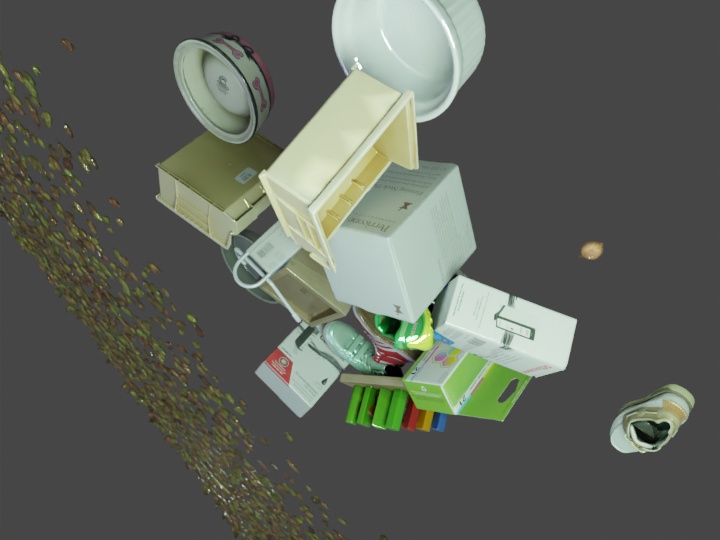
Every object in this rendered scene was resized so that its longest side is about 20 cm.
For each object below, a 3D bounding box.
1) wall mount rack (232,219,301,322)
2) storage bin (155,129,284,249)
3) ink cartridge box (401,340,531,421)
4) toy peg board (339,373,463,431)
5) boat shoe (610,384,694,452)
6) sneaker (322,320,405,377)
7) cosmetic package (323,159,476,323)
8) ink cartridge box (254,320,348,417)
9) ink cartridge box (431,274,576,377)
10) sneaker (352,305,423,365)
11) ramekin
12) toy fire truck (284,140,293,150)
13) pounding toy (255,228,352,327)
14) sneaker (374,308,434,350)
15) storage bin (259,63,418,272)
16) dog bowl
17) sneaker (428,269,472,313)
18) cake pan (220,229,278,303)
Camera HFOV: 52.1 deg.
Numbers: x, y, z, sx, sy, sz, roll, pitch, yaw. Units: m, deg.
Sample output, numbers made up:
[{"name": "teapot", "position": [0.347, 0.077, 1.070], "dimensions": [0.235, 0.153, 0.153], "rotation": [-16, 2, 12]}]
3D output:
[{"name": "wall mount rack", "position": [-0.129, -0.015, 1.343], "dimensions": [0.174, 0.200, 0.075], "rotation": [44, 165, 12]}, {"name": "storage bin", "position": [-0.244, -0.168, 1.381], "dimensions": [0.197, 0.200, 0.094], "rotation": [34, 144, 16]}, {"name": "ink cartridge box", "position": [0.197, 0.183, 1.324], "dimensions": [0.199, 0.148, 0.076], "rotation": [-3, 124, 48]}, {"name": "toy peg board", "position": [0.077, 0.299, 1.554], "dimensions": [0.198, 0.099, 0.199], "rotation": [30, 158, -35]}, {"name": "boat shoe", "position": [0.454, 0.252, 1.185], "dimensions": [0.074, 0.068, 0.201], "rotation": [36, 147, 14]}, {"name": "sneaker", "position": [0.014, 0.176, 1.587], "dimensions": [0.200, 0.074, 0.118], "rotation": [44, 155, -17]}, {"name": "cosmetic package", "position": [0.056, -0.056, 1.168], "dimensions": [0.166, 0.200, 0.168], "rotation": [14, 137, 37]}, {"name": "ink cartridge box", "position": [-0.113, 0.199, 1.642], "dimensions": [0.144, 0.200, 0.084], "rotation": [44, 144, 1]}, {"name": "ink cartridge box", "position": [0.218, 0.092, 1.168], "dimensions": [0.198, 0.085, 0.146], "rotation": [20, 165, -3]}, {"name": "sneaker", "position": [0.039, 0.128, 1.487], "dimensions": [0.200, 0.072, 0.112], "rotation": [40, 150, -21]}, {"name": "ramekin", "position": [0.068, -0.308, 0.970], "dimensions": [0.199, 0.098, 0.202], "rotation": [29, 145, 23]}, {"name": "toy fire truck", "position": [-0.058, -0.137, 1.346], "dimensions": [0.140, 0.049, 0.202], "rotation": [18, 138, 35]}, {"name": "pounding toy", "position": [-0.113, -0.001, 1.505], "dimensions": [0.184, 0.143, 0.199], "rotation": [39, 152, -17]}, {"name": "sneaker", "position": [0.059, 0.059, 1.206], "dimensions": [0.201, 0.082, 0.075], "rotation": [-117, 24, -58]}, {"name": "storage bin", "position": [-0.019, -0.127, 0.980], "dimensions": [0.093, 0.201, 0.199], "rotation": [33, 165, 19]}, {"name": "dog bowl", "position": [-0.236, -0.330, 1.309], "dimensions": [0.199, 0.074, 0.202], "rotation": [30, 144, 24]}, {"name": "sneaker", "position": [0.098, 0.015, 1.294], "dimensions": [0.199, 0.099, 0.071], "rotation": [33, 148, 20]}, {"name": "cake pan", "position": [-0.238, -0.013, 1.696], "dimensions": [0.199, 0.037, 0.202], "rotation": [30, 144, 24]}]
